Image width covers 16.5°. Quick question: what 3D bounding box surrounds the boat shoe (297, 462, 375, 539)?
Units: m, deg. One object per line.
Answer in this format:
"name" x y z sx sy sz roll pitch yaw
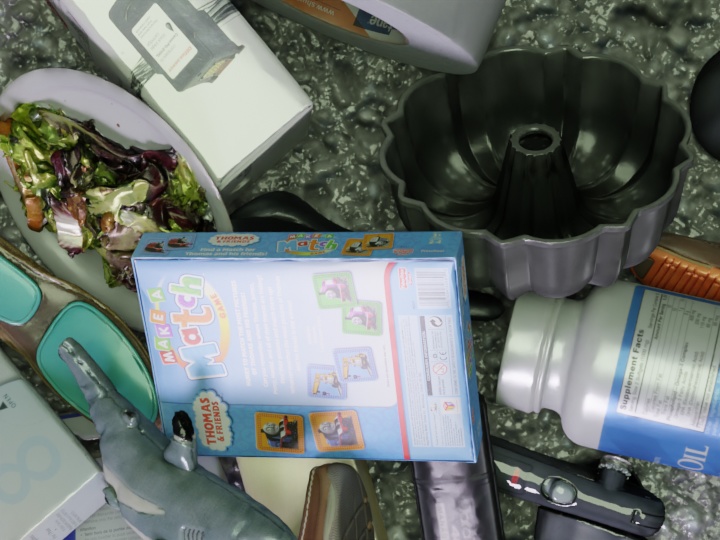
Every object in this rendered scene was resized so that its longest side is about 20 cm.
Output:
"boat shoe" -0.038 0.218 1.547 0.072 0.076 0.201 5 84 21

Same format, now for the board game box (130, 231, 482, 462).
"board game box" -0.031 0.047 1.524 0.199 0.037 0.152 0 122 11

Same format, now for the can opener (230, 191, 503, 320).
"can opener" 0.000 0.000 1.624 0.200 0.079 0.063 13 127 -12

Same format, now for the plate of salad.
"plate of salad" -0.164 -0.036 1.572 0.200 0.200 0.048 45 50 2

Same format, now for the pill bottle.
"pill bottle" 0.193 0.068 1.599 0.200 0.112 0.113 12 87 8

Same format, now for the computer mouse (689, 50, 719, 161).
"computer mouse" 0.304 -0.150 1.647 0.200 0.053 0.139 -42 89 -3

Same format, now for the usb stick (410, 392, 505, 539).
"usb stick" 0.066 0.170 1.601 0.055 0.033 0.200 -5 108 13

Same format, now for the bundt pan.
"bundt pan" 0.112 -0.056 1.588 0.201 0.076 0.202 -2 43 2

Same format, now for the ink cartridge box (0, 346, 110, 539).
"ink cartridge box" -0.281 0.144 1.587 0.200 0.047 0.160 -40 65 -9

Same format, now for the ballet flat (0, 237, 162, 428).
"ballet flat" -0.203 0.033 1.617 0.200 0.072 0.068 35 98 1

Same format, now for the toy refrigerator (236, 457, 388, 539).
"toy refrigerator" -0.032 0.142 1.618 0.076 0.070 0.200 -17 87 5

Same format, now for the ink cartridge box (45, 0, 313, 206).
"ink cartridge box" -0.123 -0.145 1.592 0.084 0.145 0.200 -39 88 -5

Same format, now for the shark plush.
"shark plush" -0.112 0.117 1.533 0.091 0.083 0.200 -12 59 -38

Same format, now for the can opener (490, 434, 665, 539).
"can opener" 0.104 0.135 1.622 0.200 0.063 0.079 23 87 0

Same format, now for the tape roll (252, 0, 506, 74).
"tape roll" -0.006 -0.192 1.558 0.200 0.200 0.066 22 85 0

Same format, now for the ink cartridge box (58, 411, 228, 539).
"ink cartridge box" -0.178 0.190 1.597 0.197 0.047 0.200 -9 61 8

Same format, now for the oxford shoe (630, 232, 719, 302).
"oxford shoe" 0.275 0.003 1.639 0.200 0.071 0.073 17 67 -5
